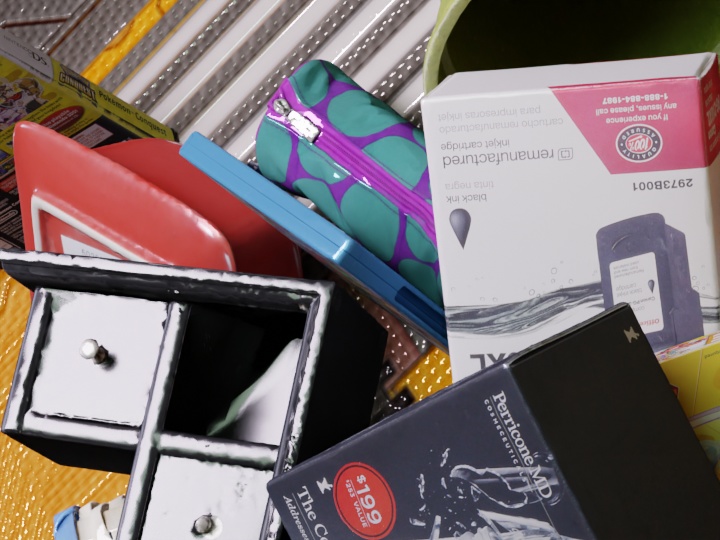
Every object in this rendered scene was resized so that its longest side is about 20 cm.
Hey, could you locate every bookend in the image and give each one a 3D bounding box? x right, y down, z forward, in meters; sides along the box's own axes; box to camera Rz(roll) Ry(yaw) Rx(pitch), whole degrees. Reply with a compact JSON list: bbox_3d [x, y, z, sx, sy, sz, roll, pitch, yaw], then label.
[{"bbox_3d":[-0.108,0.102,1.386,0.200,0.092,0.199,7,74,22],"label":"bookend"}]

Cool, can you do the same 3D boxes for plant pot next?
[{"bbox_3d":[0.117,-0.177,1.452,0.200,0.200,0.184,-34,44,22],"label":"plant pot"}]

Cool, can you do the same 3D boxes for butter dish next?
[{"bbox_3d":[-0.098,0.002,1.567,0.200,0.148,0.200,29,135,37],"label":"butter dish"}]

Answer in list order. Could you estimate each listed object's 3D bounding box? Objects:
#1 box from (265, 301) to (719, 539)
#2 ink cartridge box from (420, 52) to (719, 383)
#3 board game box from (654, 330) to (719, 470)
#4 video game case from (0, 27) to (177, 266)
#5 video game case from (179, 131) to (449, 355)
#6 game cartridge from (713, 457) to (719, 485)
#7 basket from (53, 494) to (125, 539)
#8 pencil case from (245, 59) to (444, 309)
[{"bbox_3d":[0.083,0.146,1.258,0.182,0.104,0.200,-30,86,42],"label":"box"},{"bbox_3d":[0.118,-0.003,1.347,0.145,0.084,0.200,-4,103,14],"label":"ink cartridge box"},{"bbox_3d":[0.212,0.089,1.282,0.200,0.034,0.135,-21,95,16],"label":"board game box"},{"bbox_3d":[-0.249,-0.070,1.679,0.200,0.181,0.026,-30,54,25],"label":"video game case"},{"bbox_3d":[0.000,0.000,1.445,0.143,0.200,0.018,35,88,41],"label":"video game case"},{"bbox_3d":[0.277,0.069,1.233,0.176,0.032,0.200,25,102,8],"label":"game cartridge"},{"bbox_3d":[-0.130,0.219,1.488,0.200,0.139,0.177,-24,55,8],"label":"basket"},{"bbox_3d":[0.020,-0.046,1.521,0.200,0.092,0.085,36,95,40],"label":"pencil case"}]
